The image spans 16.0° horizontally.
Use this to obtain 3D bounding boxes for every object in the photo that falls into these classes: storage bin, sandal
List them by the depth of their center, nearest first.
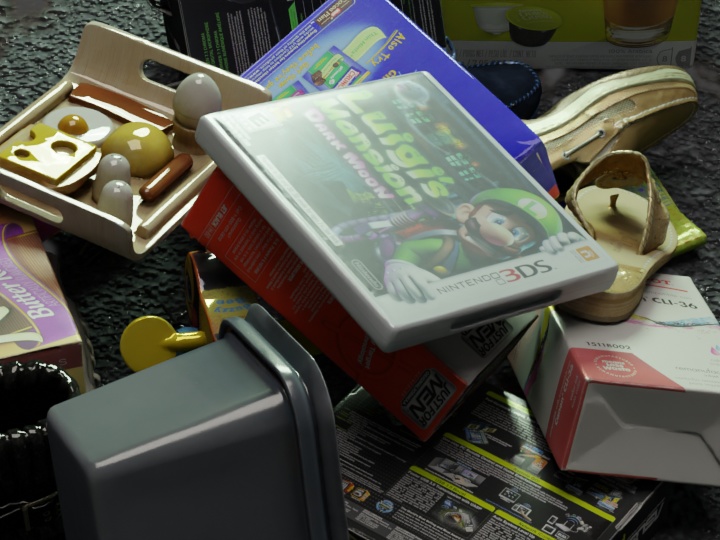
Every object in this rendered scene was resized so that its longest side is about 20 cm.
[{"bbox_3d":[-0.094,0.134,1.403,0.134,0.201,0.146,-15,28,-20],"label":"storage bin"},{"bbox_3d":[0.166,-0.039,1.615,0.077,0.070,0.212,15,24,7],"label":"sandal"}]

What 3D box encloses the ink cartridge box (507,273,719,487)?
[{"bbox_3d":[0.161,0.052,1.582,0.116,0.068,0.200,6,24,-14],"label":"ink cartridge box"}]

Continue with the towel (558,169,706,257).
[{"bbox_3d":[0.124,-0.038,1.768,0.199,0.023,0.144,-11,40,-15],"label":"towel"}]

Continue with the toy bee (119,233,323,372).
[{"bbox_3d":[-0.091,0.029,1.575,0.130,0.109,0.200,-19,32,-31],"label":"toy bee"}]

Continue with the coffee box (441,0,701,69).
[{"bbox_3d":[0.152,-0.289,1.935,0.198,0.199,0.201,0,39,-2],"label":"coffee box"}]

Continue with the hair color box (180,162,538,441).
[{"bbox_3d":[0.000,0.000,1.553,0.200,0.061,0.101,41,39,8],"label":"hair color box"}]

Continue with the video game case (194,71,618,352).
[{"bbox_3d":[0.028,-0.041,1.516,0.181,0.023,0.200,-14,49,-38],"label":"video game case"}]

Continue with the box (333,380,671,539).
[{"bbox_3d":[0.062,0.138,1.535,0.199,0.044,0.160,25,44,25],"label":"box"}]

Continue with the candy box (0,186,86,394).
[{"bbox_3d":[-0.245,0.018,1.551,0.116,0.057,0.200,-11,37,-14],"label":"candy box"}]

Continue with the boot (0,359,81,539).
[{"bbox_3d":[-0.162,0.109,1.471,0.210,0.158,0.079,-23,45,-27],"label":"boot"}]

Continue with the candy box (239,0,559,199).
[{"bbox_3d":[0.006,-0.071,1.692,0.169,0.077,0.200,-41,57,-6],"label":"candy box"}]

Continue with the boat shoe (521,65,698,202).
[{"bbox_3d":[0.154,-0.075,1.755,0.199,0.072,0.076,-24,57,-15],"label":"boat shoe"}]

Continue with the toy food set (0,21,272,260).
[{"bbox_3d":[-0.161,-0.090,1.618,0.143,0.061,0.200,22,34,15],"label":"toy food set"}]

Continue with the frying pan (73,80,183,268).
[{"bbox_3d":[-0.122,-0.061,1.779,0.114,0.031,0.191,5,51,9],"label":"frying pan"}]

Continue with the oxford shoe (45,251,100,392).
[{"bbox_3d":[-0.194,0.060,1.603,0.057,0.075,0.200,16,29,-19],"label":"oxford shoe"}]

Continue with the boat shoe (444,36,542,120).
[{"bbox_3d":[0.048,-0.115,1.820,0.199,0.069,0.084,-23,45,-29],"label":"boat shoe"}]

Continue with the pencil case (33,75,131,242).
[{"bbox_3d":[-0.230,-0.060,1.713,0.200,0.089,0.088,-36,52,-25],"label":"pencil case"}]

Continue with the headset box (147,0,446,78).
[{"bbox_3d":[-0.056,-0.204,1.852,0.199,0.093,0.174,-12,20,-6],"label":"headset box"}]
